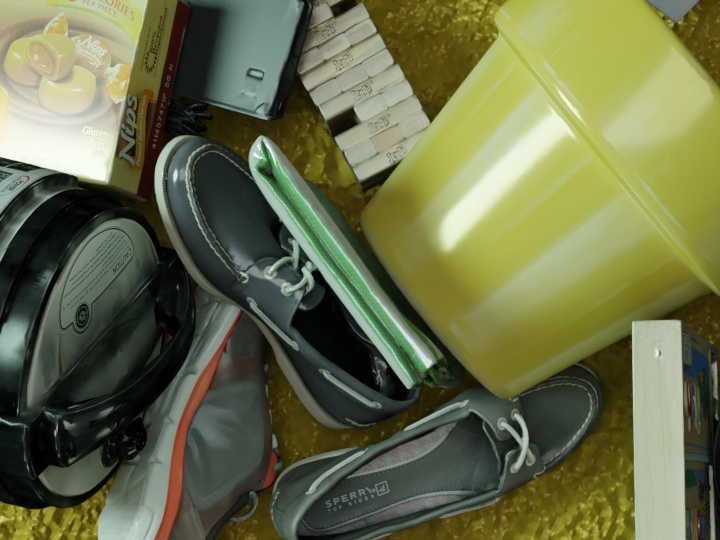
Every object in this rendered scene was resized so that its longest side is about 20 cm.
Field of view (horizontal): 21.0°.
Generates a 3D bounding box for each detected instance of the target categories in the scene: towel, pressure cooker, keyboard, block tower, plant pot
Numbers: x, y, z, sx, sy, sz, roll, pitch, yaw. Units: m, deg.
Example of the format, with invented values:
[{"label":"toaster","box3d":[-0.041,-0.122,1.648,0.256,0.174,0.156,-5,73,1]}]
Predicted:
[{"label":"towel","box3d":[0.000,0.000,1.028,0.023,0.200,0.153,-38,83,4]},{"label":"pressure cooker","box3d":[-0.190,0.033,1.038,0.199,0.179,0.177,13,78,19]},{"label":"keyboard","box3d":[-0.122,-0.131,1.125,0.199,0.040,0.105,19,90,25]},{"label":"block tower","box3d":[-0.025,-0.144,1.120,0.058,0.054,0.201,-28,82,0]},{"label":"plant pot","box3d":[0.109,-0.040,1.034,0.189,0.201,0.201,-39,82,9]}]

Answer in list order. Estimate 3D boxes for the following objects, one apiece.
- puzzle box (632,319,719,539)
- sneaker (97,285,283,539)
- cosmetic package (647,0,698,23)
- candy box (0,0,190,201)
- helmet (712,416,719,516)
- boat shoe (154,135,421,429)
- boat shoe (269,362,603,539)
[{"label":"puzzle box","box3d":[0.166,0.099,1.007,0.025,0.200,0.134,-2,84,15]},{"label":"sneaker","box3d":[-0.080,0.087,1.102,0.082,0.077,0.201,26,79,-25]},{"label":"cosmetic package","box3d":[0.149,-0.247,1.043,0.200,0.052,0.151,31,116,-27]},{"label":"candy box","box3d":[-0.205,-0.113,1.103,0.199,0.055,0.116,10,84,22]},{"label":"helmet","box3d":[0.282,0.097,1.008,0.199,0.200,0.192,-19,81,2]},{"label":"boat shoe","box3d":[-0.034,0.004,1.056,0.200,0.063,0.073,55,54,-23]},{"label":"boat shoe","box3d":[0.047,0.109,1.074,0.199,0.057,0.067,-21,104,-2]}]
